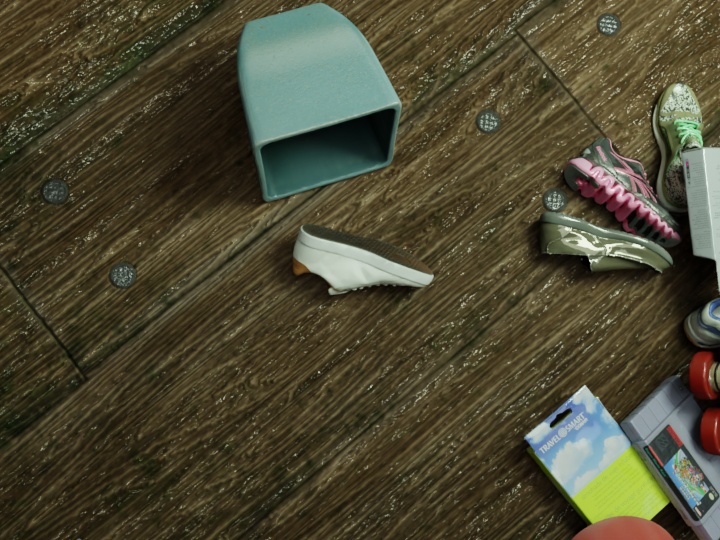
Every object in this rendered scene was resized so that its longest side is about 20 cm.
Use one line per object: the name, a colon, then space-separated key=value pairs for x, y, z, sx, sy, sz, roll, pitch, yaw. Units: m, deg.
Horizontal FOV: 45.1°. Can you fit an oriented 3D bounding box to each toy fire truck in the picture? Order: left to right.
toy fire truck: x=0.546 y=0.163 z=1.195 sx=0.168 sy=0.112 sz=0.200 roll=-24 pitch=104 yaw=-43

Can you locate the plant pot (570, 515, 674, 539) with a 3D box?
plant pot: x=0.364 y=0.443 z=1.103 sx=0.200 sy=0.177 sz=0.201 roll=-2 pitch=100 yaw=-8

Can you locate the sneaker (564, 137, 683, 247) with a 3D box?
sneaker: x=0.400 y=-0.118 z=1.270 sx=0.200 sy=0.079 sz=0.095 roll=40 pitch=69 yaw=0

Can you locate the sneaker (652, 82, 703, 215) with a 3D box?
sneaker: x=0.482 y=-0.185 z=1.272 sx=0.077 sy=0.089 sz=0.200 roll=1 pitch=82 yaw=-5

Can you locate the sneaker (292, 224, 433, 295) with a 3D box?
sneaker: x=0.000 y=0.000 z=1.225 sx=0.200 sy=0.073 sz=0.085 roll=16 pitch=111 yaw=-9

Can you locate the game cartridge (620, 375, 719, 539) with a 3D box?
game cartridge: x=0.461 y=0.263 z=1.213 sx=0.130 sy=0.038 sz=0.200 roll=-32 pitch=86 yaw=-36

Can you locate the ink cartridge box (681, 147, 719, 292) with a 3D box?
ink cartridge box: x=0.540 y=-0.075 z=1.239 sx=0.196 sy=0.043 sz=0.200 roll=-5 pitch=90 yaw=-36

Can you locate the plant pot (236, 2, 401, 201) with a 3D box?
plant pot: x=-0.075 y=-0.241 z=1.186 sx=0.196 sy=0.196 sz=0.200 roll=-18 pitch=74 yaw=-7

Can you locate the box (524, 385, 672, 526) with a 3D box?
box: x=0.328 y=0.274 z=1.213 sx=0.122 sy=0.048 sz=0.200 roll=-39 pitch=88 yaw=-9

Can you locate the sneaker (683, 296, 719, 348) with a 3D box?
sneaker: x=0.569 y=0.058 z=1.241 sx=0.200 sy=0.088 sz=0.075 roll=-18 pitch=68 yaw=-9

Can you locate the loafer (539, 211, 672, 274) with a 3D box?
loafer: x=0.348 y=-0.027 z=1.254 sx=0.200 sy=0.075 sz=0.070 roll=17 pitch=92 yaw=2

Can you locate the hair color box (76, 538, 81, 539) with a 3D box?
hair color box: x=-0.390 y=0.461 z=1.116 sx=0.099 sy=0.061 sz=0.200 roll=35 pitch=80 yaw=1
